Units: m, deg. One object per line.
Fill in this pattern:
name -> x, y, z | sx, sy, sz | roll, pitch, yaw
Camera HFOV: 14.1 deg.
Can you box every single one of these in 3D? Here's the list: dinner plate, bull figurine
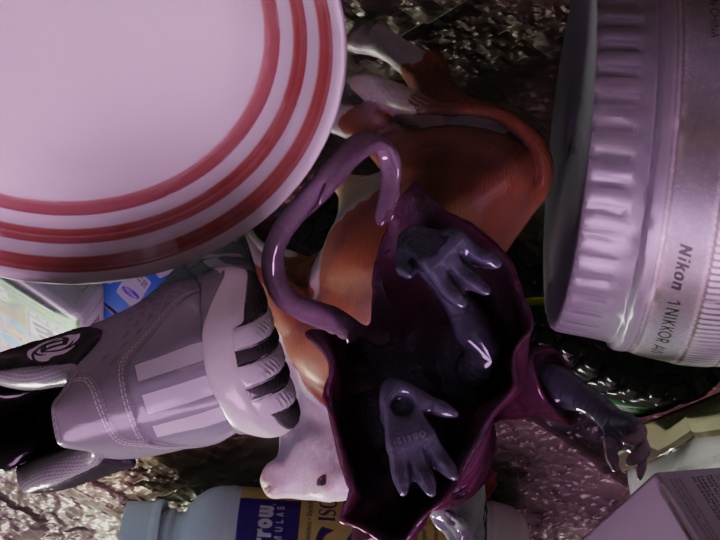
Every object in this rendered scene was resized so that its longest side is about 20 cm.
dinner plate -> -0.104, -0.080, 0.972 | 0.199, 0.024, 0.201 | 0, 128, 0
bull figurine -> 0.000, 0.000, 1.180 | 0.121, 0.065, 0.200 | 39, 116, 10

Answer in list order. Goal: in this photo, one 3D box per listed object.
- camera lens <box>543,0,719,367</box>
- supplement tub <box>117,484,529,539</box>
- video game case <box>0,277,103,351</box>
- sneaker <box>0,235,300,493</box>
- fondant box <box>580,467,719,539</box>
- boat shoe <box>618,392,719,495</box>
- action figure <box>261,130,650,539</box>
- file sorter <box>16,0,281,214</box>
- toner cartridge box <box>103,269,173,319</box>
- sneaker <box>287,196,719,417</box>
camera lens -> 0.177, -0.039, 1.103 | 0.199, 0.161, 0.160 | 6, 144, -2
supplement tub -> -0.020, 0.181, 1.433 | 0.199, 0.146, 0.146 | 3, 144, 0
video game case -> -0.189, -0.003, 1.166 | 0.199, 0.022, 0.182 | 32, 157, 9
sneaker -> -0.087, 0.034, 1.050 | 0.115, 0.075, 0.200 | -17, -177, -3
fondant box -> 0.134, 0.138, 1.126 | 0.200, 0.058, 0.144 | 2, 140, -51
boat shoe -> 0.169, 0.082, 1.218 | 0.074, 0.069, 0.200 | -21, 176, -15
action figure -> 0.017, 0.062, 1.098 | 0.149, 0.134, 0.200 | 44, 171, 14
file sorter -> -0.110, -0.111, 1.040 | 0.199, 0.123, 0.139 | 8, 129, -6
toner cartridge box -> -0.148, -0.007, 1.201 | 0.199, 0.043, 0.095 | 12, 157, 43
sneaker -> 0.056, 0.027, 1.276 | 0.199, 0.078, 0.085 | 19, 155, -9
